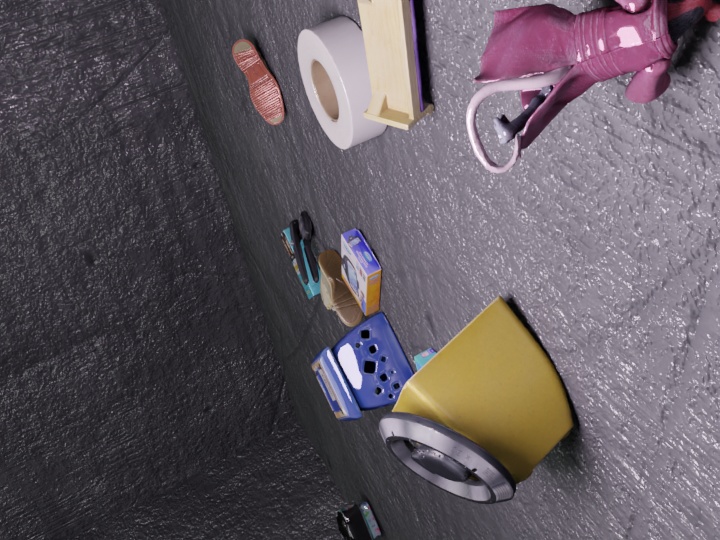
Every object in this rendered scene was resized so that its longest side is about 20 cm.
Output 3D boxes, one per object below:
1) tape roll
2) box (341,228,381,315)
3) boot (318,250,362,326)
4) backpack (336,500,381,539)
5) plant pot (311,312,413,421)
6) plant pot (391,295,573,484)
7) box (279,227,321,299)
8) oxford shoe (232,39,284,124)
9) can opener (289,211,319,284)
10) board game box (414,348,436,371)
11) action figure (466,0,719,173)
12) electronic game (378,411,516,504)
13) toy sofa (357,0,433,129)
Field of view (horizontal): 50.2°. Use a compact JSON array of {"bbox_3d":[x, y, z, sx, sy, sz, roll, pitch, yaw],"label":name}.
[{"bbox_3d":[-0.030,-0.305,1.261,0.203,0.070,0.203,56,162,29],"label":"tape roll"},{"bbox_3d":[0.000,0.000,1.678,0.120,0.041,0.201,58,165,28],"label":"box"},{"bbox_3d":[-0.051,0.069,1.890,0.155,0.071,0.202,99,149,-62],"label":"boot"},{"bbox_3d":[-0.015,1.002,3.023,0.179,0.149,0.200,65,158,10],"label":"backpack"},{"bbox_3d":[0.000,0.234,1.767,0.202,0.178,0.200,63,165,6],"label":"plant pot"},{"bbox_3d":[0.185,0.198,1.101,0.200,0.194,0.196,45,159,15],"label":"plant pot"},{"bbox_3d":[-0.159,-0.024,2.154,0.202,0.049,0.082,65,165,3],"label":"box"},{"bbox_3d":[-0.223,-0.432,1.762,0.074,0.070,0.202,-67,-45,-77],"label":"oxford shoe"},{"bbox_3d":[-0.147,-0.052,1.971,0.079,0.062,0.202,88,173,-62],"label":"can opener"},{"bbox_3d":[0.179,0.259,1.456,0.200,0.045,0.154,42,152,58],"label":"board game box"},{"bbox_3d":[0.181,-0.180,0.599,0.198,0.149,0.135,-13,114,42],"label":"action figure"},{"bbox_3d":[0.113,0.248,1.018,0.198,0.042,0.201,27,154,14],"label":"electronic game"},{"bbox_3d":[0.049,-0.300,1.019,0.082,0.098,0.202,22,140,32],"label":"toy sofa"}]
